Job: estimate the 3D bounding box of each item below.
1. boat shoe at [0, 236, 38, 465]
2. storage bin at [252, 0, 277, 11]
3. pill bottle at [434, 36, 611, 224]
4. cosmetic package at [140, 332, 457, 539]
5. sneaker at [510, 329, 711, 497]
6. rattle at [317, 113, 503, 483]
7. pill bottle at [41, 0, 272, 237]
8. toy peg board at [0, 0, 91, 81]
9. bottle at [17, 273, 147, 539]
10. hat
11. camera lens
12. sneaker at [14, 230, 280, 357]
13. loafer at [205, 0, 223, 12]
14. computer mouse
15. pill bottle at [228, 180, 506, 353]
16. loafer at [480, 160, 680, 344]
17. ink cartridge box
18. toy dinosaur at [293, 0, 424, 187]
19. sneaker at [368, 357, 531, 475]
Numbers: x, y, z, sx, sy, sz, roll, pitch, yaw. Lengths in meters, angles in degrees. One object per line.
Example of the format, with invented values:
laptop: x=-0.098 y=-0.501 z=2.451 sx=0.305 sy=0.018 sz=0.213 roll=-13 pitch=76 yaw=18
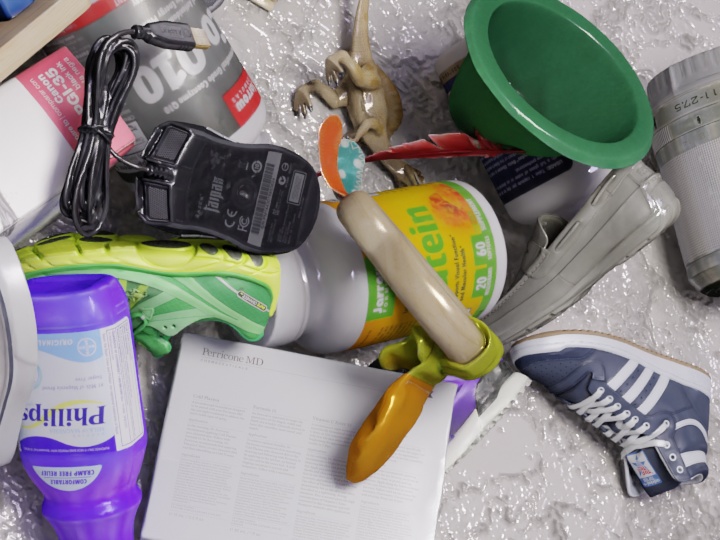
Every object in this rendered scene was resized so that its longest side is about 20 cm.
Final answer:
boat shoe: x=-0.246 y=0.059 z=1.076 sx=0.065 sy=0.200 sz=0.072 roll=-13 pitch=59 yaw=-29
storage bin: x=-0.100 y=-0.343 z=1.354 sx=0.198 sy=0.094 sz=0.201 roll=28 pitch=62 yaw=-21
pill bottle: x=0.151 y=-0.107 z=1.419 sx=0.111 sy=0.111 sz=0.201 roll=-26 pitch=88 yaw=-35
cosmetic package: x=-0.041 y=0.137 z=1.211 sx=0.199 sy=0.052 sz=0.151 roll=11 pitch=68 yaw=-2
sneaker: x=0.207 y=0.118 z=1.403 sx=0.199 sy=0.070 sz=0.109 roll=16 pitch=64 yaw=-30
rattle: x=-0.007 y=0.016 z=1.189 sx=0.200 sy=0.143 sz=0.130 roll=48 pitch=20 yaw=-4
pill bottle: x=-0.137 y=-0.125 z=1.214 sx=0.114 sy=0.114 sz=0.200 roll=-47 pitch=117 yaw=-34
toy peg board: x=-0.312 y=-0.150 z=1.080 sx=0.200 sy=0.199 sz=0.098 roll=-48 pitch=126 yaw=-33
bottle: x=-0.182 y=0.104 z=1.134 sx=0.065 sy=0.083 sz=0.201 roll=-44 pitch=130 yaw=-69
hat: x=0.096 y=-0.107 z=1.347 sx=0.200 sy=0.176 sz=0.166 roll=33 pitch=41 yaw=-12
camera lens: x=0.341 y=-0.083 z=1.498 sx=0.159 sy=0.160 sz=0.201 roll=-6 pitch=77 yaw=-33
sneaker: x=-0.154 y=0.018 z=1.179 sx=0.199 sy=0.074 sz=0.084 roll=3 pitch=102 yaw=2
loafer: x=-0.198 y=-0.208 z=1.280 sx=0.199 sy=0.063 sz=0.072 roll=-6 pitch=107 yaw=-29
computer mouse: x=-0.108 y=-0.087 z=1.132 sx=0.199 sy=0.046 sz=0.141 roll=6 pitch=95 yaw=-40
pill bottle: x=0.000 y=0.000 z=1.289 sx=0.199 sy=0.111 sz=0.112 roll=-11 pitch=80 yaw=-34
loafer: x=0.158 y=-0.013 z=1.352 sx=0.070 sy=0.200 sz=0.070 roll=52 pitch=25 yaw=8
ink cartridge box: x=-0.262 y=-0.042 z=1.120 sx=0.200 sy=0.146 sz=0.083 roll=-39 pitch=94 yaw=-35
toy dinosaur: x=-0.001 y=-0.146 z=1.384 sx=0.101 sy=0.058 sz=0.201 roll=-10 pitch=87 yaw=-49
sneaker: x=0.031 y=0.117 z=1.302 sx=0.100 sy=0.070 sz=0.200 roll=45 pitch=60 yaw=7
